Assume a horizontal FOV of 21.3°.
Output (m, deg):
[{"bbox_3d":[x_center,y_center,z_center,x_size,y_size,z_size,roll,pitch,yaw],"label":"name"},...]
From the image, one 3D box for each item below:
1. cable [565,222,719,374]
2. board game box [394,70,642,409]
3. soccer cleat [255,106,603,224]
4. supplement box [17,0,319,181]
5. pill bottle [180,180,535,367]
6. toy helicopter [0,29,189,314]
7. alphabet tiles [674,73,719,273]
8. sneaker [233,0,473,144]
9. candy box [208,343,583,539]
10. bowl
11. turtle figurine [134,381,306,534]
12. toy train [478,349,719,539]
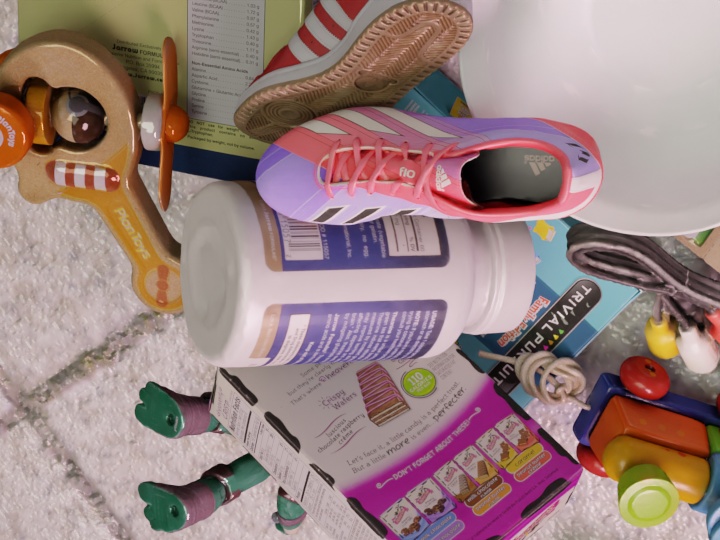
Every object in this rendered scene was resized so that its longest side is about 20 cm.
[{"bbox_3d":[0.196,0.022,1.167,0.097,0.200,0.050,1,75,31],"label":"cable"},{"bbox_3d":[0.071,-0.013,1.268,0.200,0.047,0.151,42,121,1],"label":"board game box"},{"bbox_3d":[0.033,-0.055,1.046,0.200,0.076,0.067,1,99,16],"label":"soccer cleat"},{"bbox_3d":[-0.101,-0.179,1.216,0.200,0.134,0.200,11,116,17],"label":"supplement box"},{"bbox_3d":[0.000,0.000,1.162,0.200,0.111,0.111,-1,120,-25],"label":"pill bottle"},{"bbox_3d":[-0.147,-0.061,1.182,0.132,0.079,0.200,-20,116,20],"label":"toy helicopter"},{"bbox_3d":[0.240,-0.090,1.102,0.167,0.008,0.200,40,120,12],"label":"alphabet tiles"},{"bbox_3d":[-0.004,-0.151,1.090,0.071,0.113,0.200,18,151,-31],"label":"sneaker"},{"bbox_3d":[0.020,0.106,1.204,0.200,0.136,0.061,45,148,19],"label":"candy box"},{"bbox_3d":[0.162,-0.127,1.061,0.201,0.090,0.201,11,125,16],"label":"bowl"},{"bbox_3d":[-0.061,0.109,1.306,0.101,0.200,0.150,-17,86,43],"label":"turtle figurine"},{"bbox_3d":[0.169,0.116,1.211,0.200,0.116,0.085,18,119,-12],"label":"toy train"}]
